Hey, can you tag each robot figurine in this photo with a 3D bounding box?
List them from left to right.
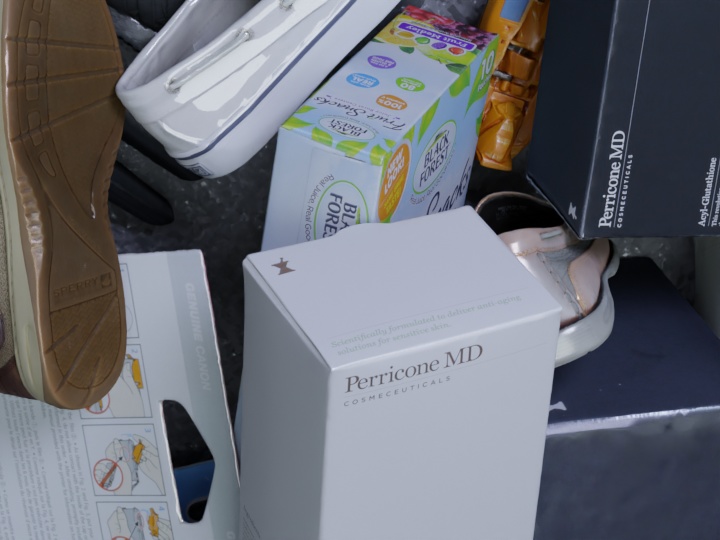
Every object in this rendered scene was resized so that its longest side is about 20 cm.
[{"bbox_3d":[0.125,-0.133,1.036,0.145,0.058,0.200,16,107,-17],"label":"robot figurine"}]

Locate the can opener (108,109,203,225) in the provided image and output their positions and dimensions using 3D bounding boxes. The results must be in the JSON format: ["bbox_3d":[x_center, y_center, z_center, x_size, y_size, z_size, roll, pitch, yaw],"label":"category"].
[{"bbox_3d":[-0.153,-0.087,1.011,0.063,0.079,0.200,-45,119,0],"label":"can opener"}]

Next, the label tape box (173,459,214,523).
[{"bbox_3d":[-0.047,0.176,1.120,0.143,0.066,0.200,-14,105,-3],"label":"label tape box"}]

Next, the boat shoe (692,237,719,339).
[{"bbox_3d":[0.193,0.011,1.070,0.062,0.075,0.200,1,80,-13],"label":"boat shoe"}]

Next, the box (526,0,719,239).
[{"bbox_3d":[0.158,-0.118,0.946,0.141,0.079,0.200,-1,114,-18],"label":"box"}]

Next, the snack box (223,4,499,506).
[{"bbox_3d":[0.000,0.000,0.997,0.053,0.142,0.200,19,123,14],"label":"snack box"}]

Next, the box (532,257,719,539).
[{"bbox_3d":[0.111,0.121,1.052,0.117,0.197,0.200,-6,110,-7],"label":"box"}]

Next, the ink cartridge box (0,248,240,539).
[{"bbox_3d":[-0.126,0.083,1.029,0.173,0.044,0.200,-3,103,23],"label":"ink cartridge box"}]

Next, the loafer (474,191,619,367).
[{"bbox_3d":[0.077,-0.011,1.002,0.072,0.200,0.063,-23,103,6],"label":"loafer"}]

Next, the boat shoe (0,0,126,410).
[{"bbox_3d":[-0.147,-0.041,0.954,0.072,0.072,0.200,-17,107,-51],"label":"boat shoe"}]

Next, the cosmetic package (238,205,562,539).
[{"bbox_3d":[0.011,0.083,0.921,0.108,0.085,0.200,-15,130,-22],"label":"cosmetic package"}]

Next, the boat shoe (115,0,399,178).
[{"bbox_3d":[-0.027,-0.134,0.952,0.200,0.072,0.066,-48,124,3],"label":"boat shoe"}]

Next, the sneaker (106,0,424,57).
[{"bbox_3d":[-0.076,-0.144,1.004,0.200,0.060,0.104,35,96,-19],"label":"sneaker"}]
